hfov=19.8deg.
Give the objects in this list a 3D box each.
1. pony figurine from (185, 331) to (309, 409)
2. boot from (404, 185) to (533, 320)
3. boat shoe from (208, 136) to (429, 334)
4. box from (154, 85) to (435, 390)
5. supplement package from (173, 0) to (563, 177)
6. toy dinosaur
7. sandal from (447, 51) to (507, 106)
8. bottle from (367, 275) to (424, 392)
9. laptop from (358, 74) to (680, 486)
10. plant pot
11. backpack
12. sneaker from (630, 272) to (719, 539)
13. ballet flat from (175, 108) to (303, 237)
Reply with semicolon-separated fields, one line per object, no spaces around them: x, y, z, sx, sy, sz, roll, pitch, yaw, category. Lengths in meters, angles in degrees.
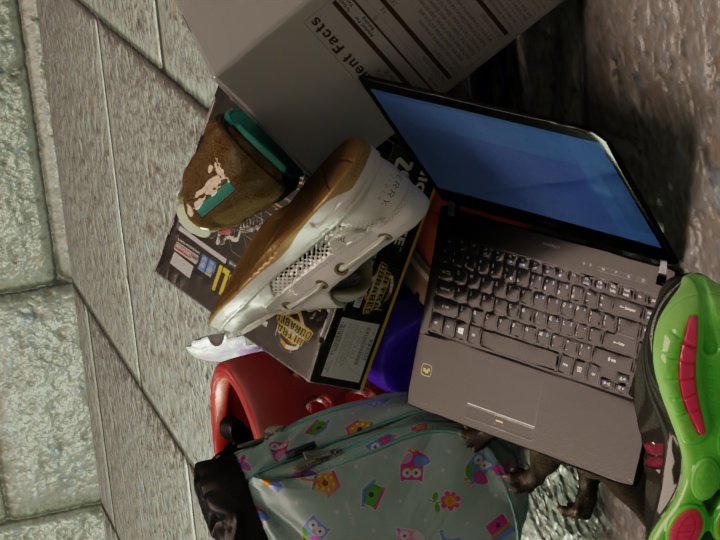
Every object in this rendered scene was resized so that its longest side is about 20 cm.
-0.058;0.076;1.765;0.200;0.166;0.193;62;170;5;pony figurine
0.048;-0.057;1.317;0.200;0.075;0.107;44;125;43;boot
-0.026;-0.003;1.214;0.200;0.069;0.071;-40;22;54;boat shoe
-0.044;-0.035;1.331;0.200;0.049;0.160;31;106;49;box
0.006;-0.171;1.206;0.120;0.200;0.121;44;-167;-42;supplement package
0.123;0.088;1.227;0.200;0.077;0.102;61;140;30;toy dinosaur
0.075;-0.127;1.348;0.076;0.043;0.201;33;127;56;sandal
0.000;0.000;1.376;0.200;0.083;0.065;49;150;45;bottle
0.078;0.006;1.163;0.177;0.103;0.201;18;102;42;laptop
0.000;0.148;1.498;0.200;0.182;0.201;171;90;-75;plant pot
0.010;0.158;1.324;0.127;0.200;0.167;-114;2;-72;backpack
0.181;0.092;1.081;0.084;0.077;0.200;-94;4;-66;sneaker
-0.077;-0.052;1.211;0.068;0.072;0.200;44;-175;-6;ballet flat
